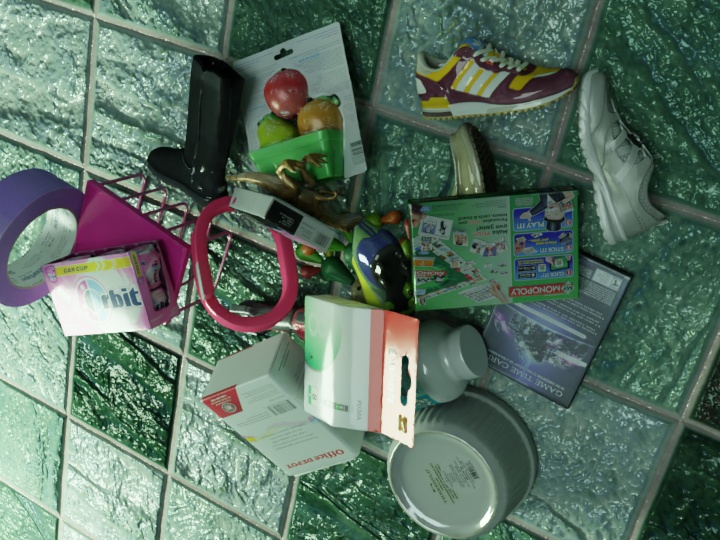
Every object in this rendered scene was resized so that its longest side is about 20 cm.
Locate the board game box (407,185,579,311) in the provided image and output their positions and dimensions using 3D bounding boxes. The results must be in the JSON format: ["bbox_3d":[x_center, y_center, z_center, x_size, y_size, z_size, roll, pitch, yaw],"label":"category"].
[{"bbox_3d":[0.160,-0.026,0.996,0.199,0.029,0.135,-4,107,0],"label":"board game box"}]

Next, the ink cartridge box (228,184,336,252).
[{"bbox_3d":[-0.112,-0.071,1.092,0.037,0.095,0.200,-62,26,-1],"label":"ink cartridge box"}]

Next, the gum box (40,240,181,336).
[{"bbox_3d":[-0.360,0.027,1.209,0.200,0.066,0.114,-6,105,32],"label":"gum box"}]

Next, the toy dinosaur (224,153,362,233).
[{"bbox_3d":[-0.092,-0.105,1.070,0.200,0.060,0.106,27,132,6],"label":"toy dinosaur"}]

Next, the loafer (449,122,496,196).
[{"bbox_3d":[0.135,-0.082,1.039,0.068,0.076,0.200,-7,103,24],"label":"loafer"}]

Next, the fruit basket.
[{"bbox_3d":[-0.082,-0.210,1.128,0.185,0.094,0.200,-12,84,31],"label":"fruit basket"}]

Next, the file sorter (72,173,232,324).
[{"bbox_3d":[-0.315,-0.043,1.275,0.200,0.125,0.139,33,120,18],"label":"file sorter"}]

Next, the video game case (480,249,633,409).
[{"bbox_3d":[0.240,0.062,1.062,0.143,0.019,0.200,27,118,20],"label":"video game case"}]

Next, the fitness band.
[{"bbox_3d":[-0.162,-0.011,1.169,0.037,0.143,0.200,133,130,-59],"label":"fitness band"}]

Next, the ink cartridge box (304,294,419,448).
[{"bbox_3d":[-0.005,0.123,1.042,0.200,0.050,0.161,13,104,58],"label":"ink cartridge box"}]

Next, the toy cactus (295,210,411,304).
[{"bbox_3d":[0.000,0.000,1.142,0.200,0.102,0.165,-7,112,22],"label":"toy cactus"}]

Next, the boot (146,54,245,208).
[{"bbox_3d":[-0.240,-0.212,1.189,0.165,0.066,0.200,31,129,27],"label":"boot"}]

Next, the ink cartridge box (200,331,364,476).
[{"bbox_3d":[-0.107,0.201,1.216,0.146,0.083,0.200,-24,122,32],"label":"ink cartridge box"}]

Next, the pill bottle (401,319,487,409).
[{"bbox_3d":[0.069,0.132,1.122,0.200,0.111,0.111,-22,94,34],"label":"pill bottle"}]

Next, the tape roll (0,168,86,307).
[{"bbox_3d":[-0.490,-0.047,1.226,0.066,0.200,0.200,31,118,14],"label":"tape roll"}]

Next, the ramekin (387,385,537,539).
[{"bbox_3d":[0.131,0.268,1.138,0.200,0.105,0.201,9,110,27],"label":"ramekin"}]

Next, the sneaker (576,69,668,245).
[{"bbox_3d":[0.296,-0.134,0.947,0.082,0.075,0.200,-13,105,17],"label":"sneaker"}]

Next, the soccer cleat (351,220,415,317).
[{"bbox_3d":[0.026,0.011,1.064,0.084,0.065,0.200,51,163,31],"label":"soccer cleat"}]

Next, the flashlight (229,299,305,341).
[{"bbox_3d":[-0.102,0.078,1.217,0.200,0.068,0.068,2,106,44],"label":"flashlight"}]

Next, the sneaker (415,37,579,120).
[{"bbox_3d":[0.155,-0.233,0.981,0.200,0.075,0.090,-3,110,29],"label":"sneaker"}]
